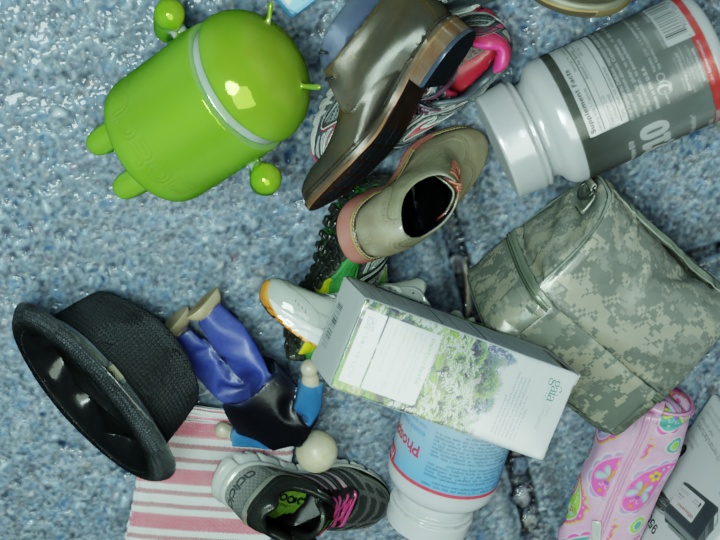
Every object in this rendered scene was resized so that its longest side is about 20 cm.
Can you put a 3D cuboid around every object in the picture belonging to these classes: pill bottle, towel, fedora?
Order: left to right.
[{"bbox_3d":[-0.212,0.088,1.290,0.092,0.200,0.201,-41,121,-27],"label":"fedora"},{"bbox_3d":[-0.150,0.217,1.421,0.146,0.030,0.201,8,115,-16],"label":"towel"},{"bbox_3d":[0.088,0.156,1.385,0.108,0.109,0.201,9,114,-14],"label":"pill bottle"},{"bbox_3d":[0.207,-0.145,1.254,0.199,0.114,0.114,-24,118,3],"label":"pill bottle"}]

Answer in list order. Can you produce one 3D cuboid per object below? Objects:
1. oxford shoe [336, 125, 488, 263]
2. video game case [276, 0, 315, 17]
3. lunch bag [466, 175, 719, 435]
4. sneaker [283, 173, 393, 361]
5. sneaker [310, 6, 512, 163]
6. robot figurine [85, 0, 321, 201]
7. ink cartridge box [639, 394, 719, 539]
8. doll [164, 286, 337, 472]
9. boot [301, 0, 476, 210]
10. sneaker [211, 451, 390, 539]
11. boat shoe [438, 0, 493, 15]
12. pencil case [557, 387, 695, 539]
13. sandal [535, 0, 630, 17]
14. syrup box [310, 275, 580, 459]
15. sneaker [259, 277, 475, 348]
[{"bbox_3d":[0.065,-0.066,1.233,0.075,0.200,0.071,-8,117,42],"label":"oxford shoe"},{"bbox_3d":[-0.059,-0.322,1.173,0.143,0.018,0.200,-36,117,8],"label":"video game case"},{"bbox_3d":[0.221,0.027,1.325,0.200,0.140,0.168,39,110,-23],"label":"lunch bag"},{"bbox_3d":[0.000,0.000,1.320,0.085,0.078,0.201,12,122,-23],"label":"sneaker"},{"bbox_3d":[0.040,-0.150,1.245,0.200,0.075,0.081,-40,116,11],"label":"sneaker"},{"bbox_3d":[-0.125,-0.132,1.183,0.200,0.116,0.176,-30,92,28],"label":"robot figurine"},{"bbox_3d":[0.352,0.250,1.457,0.084,0.145,0.200,23,110,-18],"label":"ink cartridge box"},{"bbox_3d":[-0.090,0.109,1.333,0.136,0.049,0.200,-31,107,30],"label":"doll"},{"bbox_3d":[-0.003,-0.147,1.191,0.097,0.075,0.200,44,106,12],"label":"boot"},{"bbox_3d":[-0.044,0.226,1.390,0.199,0.087,0.074,16,109,-38],"label":"sneaker"},{"bbox_3d":[0.127,-0.268,1.211,0.199,0.076,0.060,-20,158,-11],"label":"boat shoe"},{"bbox_3d":[0.261,0.202,1.451,0.087,0.088,0.201,12,112,-15],"label":"pencil case"},{"bbox_3d":[0.139,-0.281,1.153,0.080,0.054,0.200,-32,80,-16],"label":"sandal"},{"bbox_3d":[0.070,0.080,1.206,0.199,0.081,0.079,20,98,-17],"label":"syrup box"},{"bbox_3d":[0.009,0.037,1.267,0.199,0.076,0.092,25,91,-21],"label":"sneaker"}]
